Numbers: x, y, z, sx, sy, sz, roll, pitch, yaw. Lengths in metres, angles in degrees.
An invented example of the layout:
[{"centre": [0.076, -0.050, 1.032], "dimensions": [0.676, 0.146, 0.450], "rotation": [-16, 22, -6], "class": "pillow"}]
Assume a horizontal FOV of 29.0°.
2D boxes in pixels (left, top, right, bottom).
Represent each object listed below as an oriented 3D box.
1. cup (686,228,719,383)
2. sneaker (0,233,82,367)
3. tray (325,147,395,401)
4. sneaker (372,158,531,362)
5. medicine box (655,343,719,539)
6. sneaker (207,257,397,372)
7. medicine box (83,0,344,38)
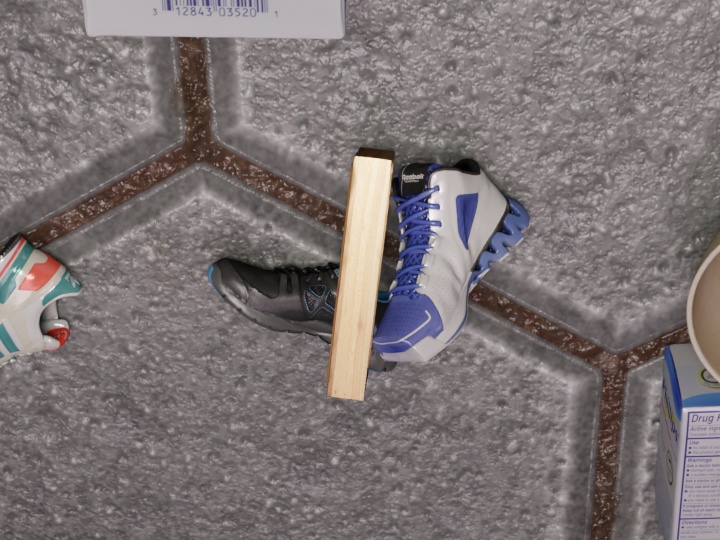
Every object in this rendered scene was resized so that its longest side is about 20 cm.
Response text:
[{"centre": [0.384, 0.002, 1.194], "dimensions": [0.197, 0.144, 0.203], "rotation": [8, 124, 12], "class": "cup"}, {"centre": [-0.328, 0.065, 1.302], "dimensions": [0.093, 0.071, 0.201], "rotation": [29, 116, -10], "class": "sneaker"}, {"centre": [0.000, 0.000, 1.195], "dimensions": [0.036, 0.099, 0.203], "rotation": [6, 99, 2], "class": "tray"}, {"centre": [0.056, -0.024, 1.183], "dimensions": [0.080, 0.200, 0.116], "rotation": [-7, 128, 50], "class": "sneaker"}, {"centre": [0.384, 0.176, 1.339], "dimensions": [0.179, 0.103, 0.202], "rotation": [-2, 122, 3], "class": "medicine box"}, {"centre": [-0.044, 0.021, 1.280], "dimensions": [0.198, 0.073, 0.083], "rotation": [21, 103, -17], "class": "sneaker"}, {"centre": [-0.098, -0.256, 1.008], "dimensions": [0.179, 0.201, 0.104], "rotation": [0, 125, 1], "class": "medicine box"}]
